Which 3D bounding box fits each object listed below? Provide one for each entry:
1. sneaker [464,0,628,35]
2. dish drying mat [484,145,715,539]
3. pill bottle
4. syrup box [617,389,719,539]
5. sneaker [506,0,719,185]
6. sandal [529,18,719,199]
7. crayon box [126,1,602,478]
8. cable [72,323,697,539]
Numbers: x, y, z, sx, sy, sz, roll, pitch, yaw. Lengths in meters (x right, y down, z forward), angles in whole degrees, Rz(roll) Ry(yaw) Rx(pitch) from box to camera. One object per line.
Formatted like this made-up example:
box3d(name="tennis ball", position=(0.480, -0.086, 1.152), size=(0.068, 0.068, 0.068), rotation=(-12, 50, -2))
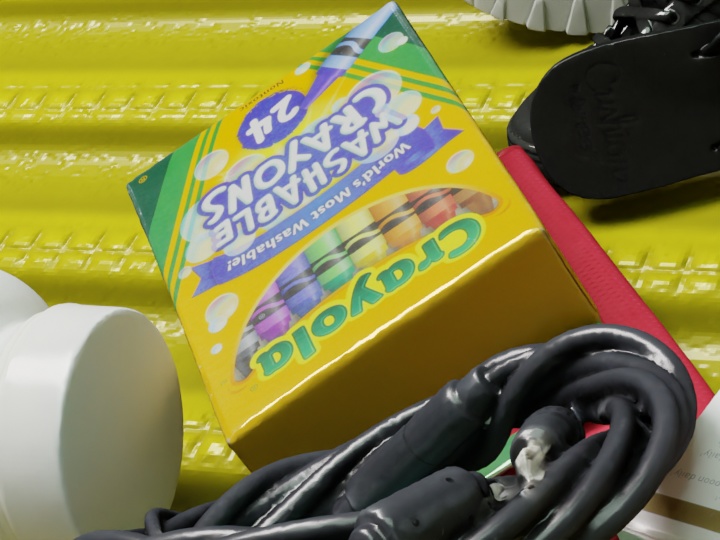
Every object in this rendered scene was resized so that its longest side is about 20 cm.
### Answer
box3d(name="sneaker", position=(0.127, -0.155, 0.922), size=(0.198, 0.077, 0.081), rotation=(-12, 26, 2))
box3d(name="dish drying mat", position=(0.062, 0.028, 0.749), size=(0.076, 0.018, 0.200), rotation=(-32, 37, 0))
box3d(name="pill bottle", position=(-0.165, 0.054, 0.745), size=(0.198, 0.113, 0.113), rotation=(0, 41, 24))
box3d(name="syrup box", position=(0.163, 0.044, 0.636), size=(0.081, 0.079, 0.200), rotation=(12, 47, 39))
box3d(name="sneaker", position=(0.135, -0.119, 0.833), size=(0.199, 0.105, 0.060), rotation=(-27, 38, -10))
box3d(name="sandal", position=(0.157, -0.070, 0.783), size=(0.198, 0.076, 0.045), rotation=(-18, 7, 8))
box3d(name="crayon box", position=(0.000, 0.000, 0.766), size=(0.125, 0.052, 0.200), rotation=(-34, 38, 4))
box3d(name="cable", position=(0.001, 0.061, 0.617), size=(0.162, 0.051, 0.200), rotation=(-31, 7, -26))
